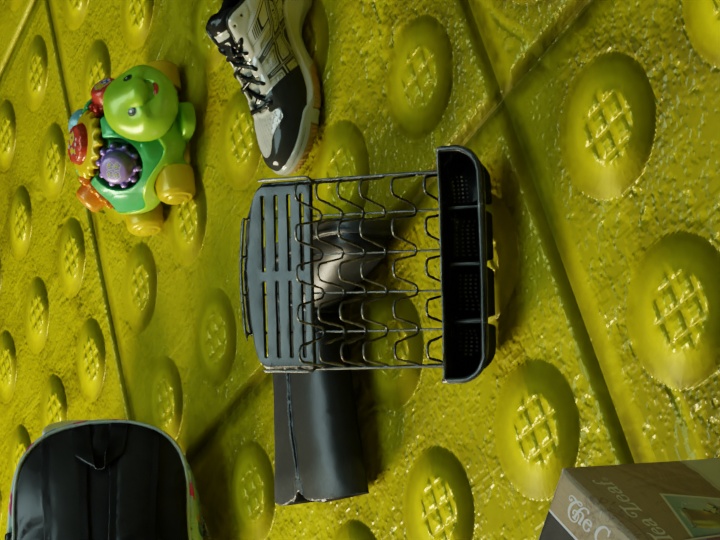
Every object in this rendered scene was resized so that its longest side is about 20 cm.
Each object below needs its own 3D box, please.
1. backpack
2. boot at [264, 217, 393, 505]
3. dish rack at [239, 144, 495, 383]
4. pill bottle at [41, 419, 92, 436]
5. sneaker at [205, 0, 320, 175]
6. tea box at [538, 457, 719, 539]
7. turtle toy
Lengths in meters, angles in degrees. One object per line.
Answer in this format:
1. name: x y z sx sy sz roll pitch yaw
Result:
1. backpack: -0.224 0.237 1.362 0.151 0.176 0.202 93 172 -77
2. boot: -0.021 0.071 1.141 0.165 0.065 0.202 156 115 -65
3. dish rack: 0.000 0.000 1.044 0.199 0.054 0.155 -3 87 25
4. pill bottle: -0.273 0.256 1.504 0.114 0.113 0.202 20 106 57
5. sneaker: -0.087 -0.176 1.242 0.075 0.087 0.202 -17 75 55
6. tea box: 0.174 0.227 0.749 0.200 0.133 0.198 45 127 50
7. turtle toy: -0.216 -0.126 1.437 0.200 0.100 0.147 -37 58 52
